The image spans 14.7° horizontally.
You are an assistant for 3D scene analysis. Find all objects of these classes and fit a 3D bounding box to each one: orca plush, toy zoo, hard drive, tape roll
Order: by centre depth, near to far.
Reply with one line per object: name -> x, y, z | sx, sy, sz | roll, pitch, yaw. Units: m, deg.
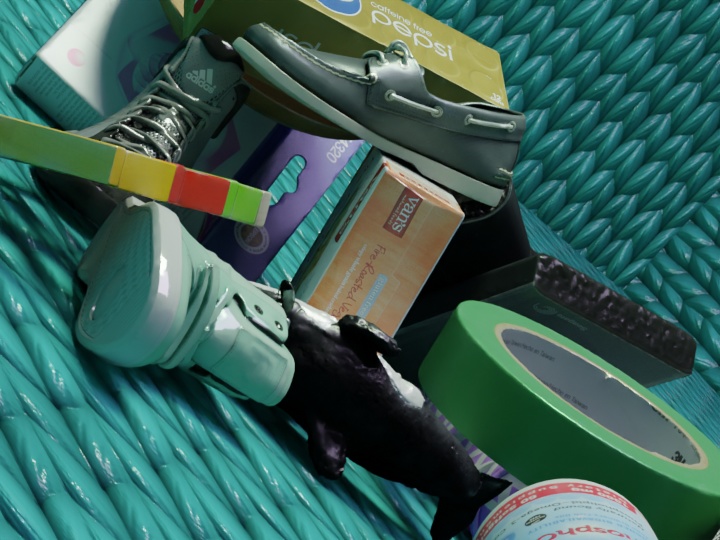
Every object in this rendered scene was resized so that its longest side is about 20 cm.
toy zoo -> -0.145, -0.057, 1.409 | 0.130, 0.021, 0.200 | 15, 0, 25
orca plush -> -0.011, 0.092, 1.520 | 0.105, 0.071, 0.200 | -10, -49, 39
tape roll -> 0.129, 0.092, 1.636 | 0.200, 0.048, 0.201 | 31, 11, -7
hard drive -> 0.104, 0.049, 1.839 | 0.139, 0.033, 0.199 | 28, -29, -28

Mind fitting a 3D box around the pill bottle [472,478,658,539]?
pill bottle -> 0.111, 0.180, 1.381 | 0.109, 0.109, 0.200 | 42, 6, -9

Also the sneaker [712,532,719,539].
sneaker -> 0.231, 0.168, 1.593 | 0.074, 0.200, 0.081 | 51, -32, 4

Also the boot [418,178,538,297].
boot -> 0.030, -0.027, 1.851 | 0.199, 0.077, 0.168 | 8, -28, 28

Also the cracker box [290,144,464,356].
cracker box -> 0.000, 0.000, 1.656 | 0.057, 0.134, 0.200 | 31, 5, -6

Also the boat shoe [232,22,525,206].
boat shoe -> 0.014, -0.106, 1.646 | 0.199, 0.062, 0.073 | 28, 6, -28

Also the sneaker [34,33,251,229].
sneaker -> -0.119, -0.088, 1.612 | 0.075, 0.116, 0.200 | 40, 10, -1

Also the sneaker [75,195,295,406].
sneaker -> -0.075, 0.024, 1.366 | 0.118, 0.074, 0.200 | 35, 6, -12

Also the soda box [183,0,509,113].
soda box -> -0.009, -0.136, 1.706 | 0.199, 0.064, 0.068 | 27, 32, -22

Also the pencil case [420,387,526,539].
pencil case -> 0.087, 0.121, 1.744 | 0.200, 0.083, 0.086 | -113, -171, -71

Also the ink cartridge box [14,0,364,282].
ink cartridge box -> -0.093, -0.116, 1.795 | 0.200, 0.043, 0.197 | 42, 48, -6

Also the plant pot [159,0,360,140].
plant pot -> -0.051, -0.150, 1.769 | 0.199, 0.028, 0.201 | 28, 33, -20

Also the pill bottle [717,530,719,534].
pill bottle -> 0.230, 0.241, 1.691 | 0.109, 0.109, 0.200 | 35, 11, -49
